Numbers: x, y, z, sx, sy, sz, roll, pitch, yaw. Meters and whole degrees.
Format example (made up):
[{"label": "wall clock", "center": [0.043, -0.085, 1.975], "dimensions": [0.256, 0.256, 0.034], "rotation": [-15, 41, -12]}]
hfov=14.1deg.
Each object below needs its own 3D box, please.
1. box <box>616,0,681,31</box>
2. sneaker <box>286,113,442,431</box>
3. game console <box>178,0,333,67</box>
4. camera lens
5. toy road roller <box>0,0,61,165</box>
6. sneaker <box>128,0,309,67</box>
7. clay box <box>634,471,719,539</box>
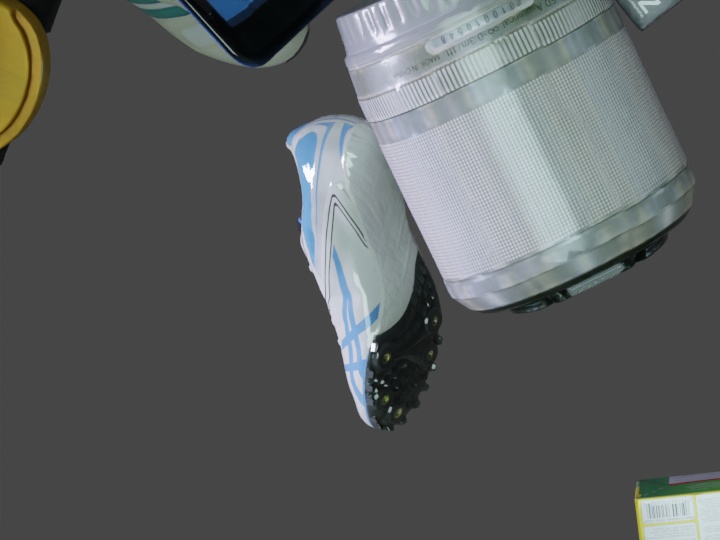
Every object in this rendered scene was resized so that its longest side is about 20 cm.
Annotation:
[{"label": "box", "center": [0.166, -0.267, 1.701], "dimensions": [0.161, 0.049, 0.200], "rotation": [-39, 95, 11]}, {"label": "sneaker", "center": [0.000, 0.000, 1.774], "dimensions": [0.072, 0.072, 0.201], "rotation": [9, 115, 44]}, {"label": "game console", "center": [-0.063, -0.250, 1.697], "dimensions": [0.171, 0.118, 0.200], "rotation": [-43, 94, 13]}, {"label": "camera lens", "center": [0.092, -0.087, 1.689], "dimensions": [0.159, 0.160, 0.201], "rotation": [-24, 98, 11]}, {"label": "toy road roller", "center": [-0.281, -0.142, 1.731], "dimensions": [0.199, 0.146, 0.124], "rotation": [23, 103, 2]}, {"label": "sneaker", "center": [-0.123, -0.182, 1.731], "dimensions": [0.199, 0.093, 0.071], "rotation": [36, 103, -1]}, {"label": "clay box", "center": [0.237, 0.225, 1.792], "dimensions": [0.114, 0.048, 0.202], "rotation": [-6, 102, 8]}]
